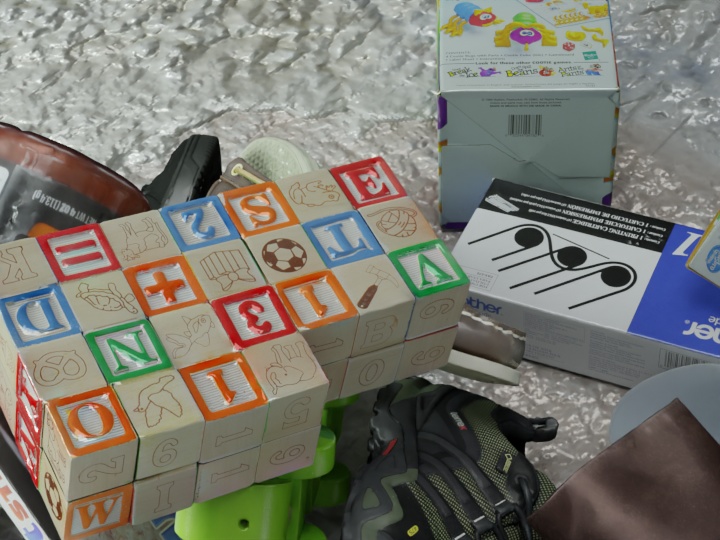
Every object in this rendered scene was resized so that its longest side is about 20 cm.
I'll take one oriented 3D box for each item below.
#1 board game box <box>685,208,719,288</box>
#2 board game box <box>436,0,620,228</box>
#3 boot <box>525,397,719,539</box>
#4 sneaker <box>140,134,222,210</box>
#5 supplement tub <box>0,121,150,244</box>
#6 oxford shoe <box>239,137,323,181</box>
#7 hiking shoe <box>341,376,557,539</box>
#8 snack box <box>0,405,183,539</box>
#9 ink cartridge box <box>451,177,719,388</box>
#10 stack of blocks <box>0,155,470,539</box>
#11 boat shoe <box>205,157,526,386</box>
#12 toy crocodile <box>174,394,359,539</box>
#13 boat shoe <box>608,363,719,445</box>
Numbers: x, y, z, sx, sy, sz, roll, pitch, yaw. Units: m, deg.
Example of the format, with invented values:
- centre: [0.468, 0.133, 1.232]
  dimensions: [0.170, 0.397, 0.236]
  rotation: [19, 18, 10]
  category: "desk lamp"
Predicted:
- centre: [0.279, -0.004, 0.894]
  dimensions: [0.199, 0.153, 0.040]
  rotation: [34, 49, 7]
  category: "board game box"
- centre: [0.098, -0.129, 1.120]
  dimensions: [0.104, 0.104, 0.201]
  rotation: [0, 42, 3]
  category: "board game box"
- centre: [0.194, 0.122, 0.823]
  dimensions: [0.199, 0.072, 0.167]
  rotation: [-31, 75, -18]
  category: "boot"
- centre: [-0.147, -0.004, 1.022]
  dimensions: [0.103, 0.060, 0.201]
  rotation: [8, 53, 8]
  category: "sneaker"
- centre: [-0.187, 0.035, 0.904]
  dimensions: [0.106, 0.107, 0.201]
  rotation: [19, 81, 22]
  category: "supplement tub"
- centre: [-0.020, -0.016, 1.036]
  dimensions: [0.057, 0.076, 0.200]
  rotation: [18, 13, -37]
  category: "oxford shoe"
- centre: [0.046, 0.120, 0.850]
  dimensions: [0.100, 0.076, 0.201]
  rotation: [5, 37, 7]
  category: "hiking shoe"
- centre: [-0.107, 0.118, 0.819]
  dimensions: [0.072, 0.024, 0.201]
  rotation: [-38, 96, -39]
  category: "snack box"
- centre: [0.149, 0.015, 1.002]
  dimensions: [0.199, 0.044, 0.094]
  rotation: [15, 47, 18]
  category: "ink cartridge box"
- centre: [-0.055, 0.028, 0.790]
  dimensions: [0.199, 0.059, 0.115]
  rotation: [-15, 53, -26]
  category: "stack of blocks"
- centre: [0.000, 0.000, 0.912]
  dimensions: [0.199, 0.072, 0.060]
  rotation: [23, 84, 30]
  category: "boat shoe"
- centre: [-0.038, 0.089, 0.868]
  dimensions: [0.061, 0.068, 0.200]
  rotation: [8, 18, 7]
  category: "toy crocodile"
- centre: [0.225, 0.084, 0.905]
  dimensions: [0.199, 0.066, 0.070]
  rotation: [-9, 61, 28]
  category: "boat shoe"
